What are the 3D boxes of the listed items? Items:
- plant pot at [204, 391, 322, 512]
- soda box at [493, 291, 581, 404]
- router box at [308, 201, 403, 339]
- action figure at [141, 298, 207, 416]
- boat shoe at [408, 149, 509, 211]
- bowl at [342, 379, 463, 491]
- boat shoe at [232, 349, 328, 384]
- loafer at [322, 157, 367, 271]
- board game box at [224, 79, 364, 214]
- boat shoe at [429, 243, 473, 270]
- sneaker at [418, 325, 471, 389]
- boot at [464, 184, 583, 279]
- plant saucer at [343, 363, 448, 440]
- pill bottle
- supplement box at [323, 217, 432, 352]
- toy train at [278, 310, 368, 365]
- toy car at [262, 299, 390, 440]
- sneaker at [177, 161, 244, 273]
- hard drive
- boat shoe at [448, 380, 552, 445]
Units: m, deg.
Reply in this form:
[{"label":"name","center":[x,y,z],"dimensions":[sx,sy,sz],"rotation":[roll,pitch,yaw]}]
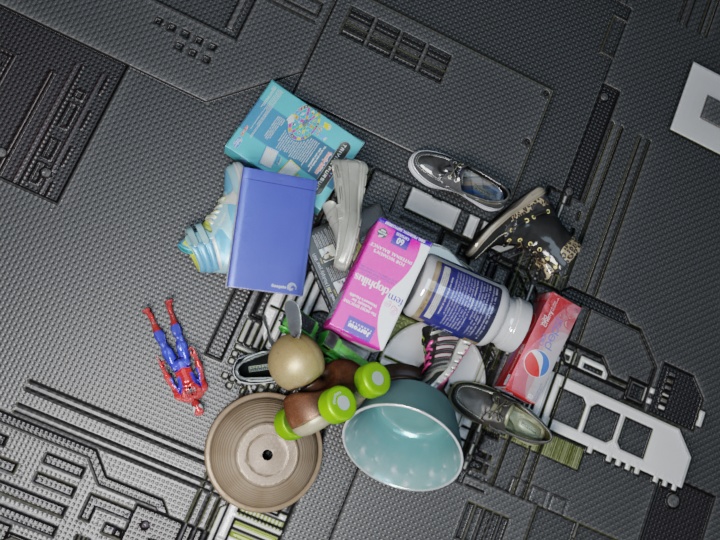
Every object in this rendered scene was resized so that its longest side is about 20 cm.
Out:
[{"label":"plant pot","center":[-0.157,0.303,1.325],"dimensions":[0.200,0.093,0.201],"rotation":[1,83,-11]},{"label":"soda box","center":[0.323,0.140,1.458],"dimensions":[0.070,0.063,0.200],"rotation":[29,78,-6]},{"label":"router box","center":[0.000,0.000,1.419],"dimensions":[0.157,0.052,0.200],"rotation":[-22,87,-13]},{"label":"action figure","center":[-0.305,0.150,1.342],"dimensions":[0.065,0.052,0.200],"rotation":[-22,89,-17]},{"label":"boat shoe","center":[0.185,-0.169,1.474],"dimensions":[0.200,0.066,0.070],"rotation":[29,77,-6]},{"label":"bowl","center":[0.079,0.256,1.314],"dimensions":[0.201,0.201,0.105],"rotation":[31,39,-5]},{"label":"boat shoe","center":[-0.118,0.153,1.366],"dimensions":[0.199,0.068,0.074],"rotation":[-4,83,-12]},{"label":"loafer","center":[-0.032,-0.097,1.369],"dimensions":[0.070,0.070,0.200],"rotation":[7,71,-3]},{"label":"board game box","center":[-0.118,-0.219,1.431],"dimensions":[0.200,0.047,0.151],"rotation":[34,77,-5]},{"label":"boat shoe","center":[0.172,0.016,1.446],"dimensions":[0.200,0.064,0.071],"rotation":[33,89,-6]},{"label":"sneaker","center":[0.134,0.143,1.407],"dimensions":[0.087,0.074,0.200],"rotation":[34,60,7]},{"label":"boot","center":[0.305,-0.047,1.480],"dimensions":[0.200,0.073,0.151],"rotation":[-40,91,-19]},{"label":"plant saucer","center":[0.071,0.263,1.408],"dimensions":[0.200,0.032,0.201],"rotation":[2,81,-11]},{"label":"pill bottle","center":[0.182,0.059,1.359],"dimensions":[0.200,0.116,0.116],"rotation":[23,78,-6]},{"label":"supplement box","center":[0.027,0.027,1.342],"dimensions":[0.101,0.103,0.200],"rotation":[26,81,-5]},{"label":"toy train","center":[-0.052,0.127,1.340],"dimensions":[0.200,0.056,0.042],"rotation":[37,57,-22]},{"label":"toy car","center":[-0.083,0.144,1.260],"dimensions":[0.158,0.164,0.200],"rotation":[-29,89,-43]},{"label":"sneaker","center":[-0.250,-0.088,1.370],"dimensions":[0.130,0.080,0.200],"rotation":[-3,82,-13]},{"label":"hard drive","center":[-0.149,-0.063,1.350],"dimensions":[0.132,0.025,0.200],"rotation":[8,87,-21]},{"label":"boat shoe","center":[0.254,0.253,1.426],"dimensions":[0.201,0.066,0.072],"rotation":[28,76,-7]}]
